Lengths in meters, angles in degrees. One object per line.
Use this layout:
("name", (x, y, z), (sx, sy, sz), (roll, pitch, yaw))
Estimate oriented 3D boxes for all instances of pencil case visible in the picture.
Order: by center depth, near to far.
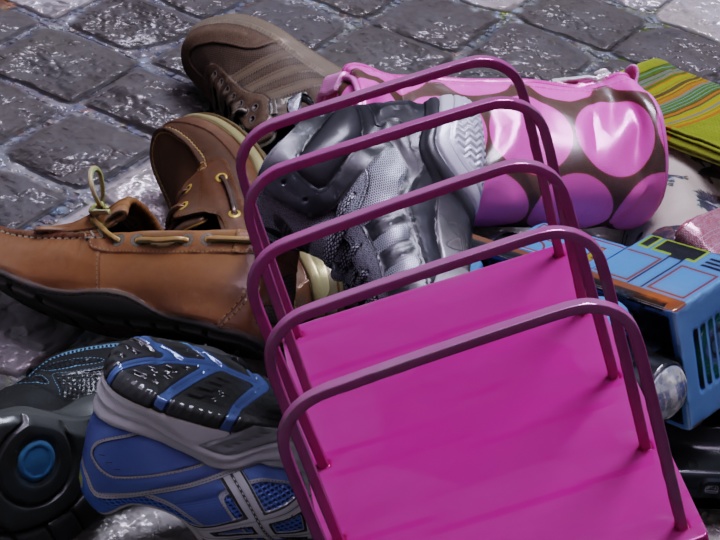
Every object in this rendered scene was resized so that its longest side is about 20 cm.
("pencil case", (0.069, -0.072, 0.990), (0.198, 0.095, 0.091), (0, 6, -19))
("pencil case", (0.197, -0.017, 1.040), (0.089, 0.078, 0.201), (28, 31, -14))

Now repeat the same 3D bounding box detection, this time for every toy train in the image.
("toy train", (0.106, 0.027, 0.918), (0.114, 0.087, 0.199), (-27, 28, -31))

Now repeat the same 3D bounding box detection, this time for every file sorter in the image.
("file sorter", (0.031, 0.022, 0.684), (0.138, 0.126, 0.201), (-17, 34, 1))

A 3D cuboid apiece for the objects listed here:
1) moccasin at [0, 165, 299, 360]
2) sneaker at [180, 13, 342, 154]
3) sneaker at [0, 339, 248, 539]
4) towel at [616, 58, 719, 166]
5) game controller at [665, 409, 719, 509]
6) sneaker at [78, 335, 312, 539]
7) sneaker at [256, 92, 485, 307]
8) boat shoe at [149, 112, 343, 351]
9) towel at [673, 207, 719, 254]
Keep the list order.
("moccasin", (-0.124, -0.007, 0.931), (0.200, 0.074, 0.078), (6, 74, 33))
("sneaker", (-0.059, -0.105, 1.128), (0.199, 0.071, 0.075), (26, 52, 36))
("sneaker", (-0.149, 0.083, 0.846), (0.199, 0.074, 0.082), (-16, 23, -40))
("towel", (0.230, -0.085, 1.047), (0.086, 0.018, 0.199), (-27, 39, -37))
("game controller", (0.217, 0.091, 0.929), (0.198, 0.043, 0.104), (4, 19, -7))
("sneaker", (-0.039, 0.094, 0.829), (0.199, 0.077, 0.076), (20, 22, -21))
("sneaker", (0.000, 0.000, 0.849), (0.113, 0.076, 0.202), (7, 59, -6))
("boat shoe", (-0.080, -0.026, 1.003), (0.067, 0.072, 0.200), (-10, 40, -27))
("towel", (0.267, 0.032, 0.932), (0.200, 0.023, 0.144), (44, 30, 18))
